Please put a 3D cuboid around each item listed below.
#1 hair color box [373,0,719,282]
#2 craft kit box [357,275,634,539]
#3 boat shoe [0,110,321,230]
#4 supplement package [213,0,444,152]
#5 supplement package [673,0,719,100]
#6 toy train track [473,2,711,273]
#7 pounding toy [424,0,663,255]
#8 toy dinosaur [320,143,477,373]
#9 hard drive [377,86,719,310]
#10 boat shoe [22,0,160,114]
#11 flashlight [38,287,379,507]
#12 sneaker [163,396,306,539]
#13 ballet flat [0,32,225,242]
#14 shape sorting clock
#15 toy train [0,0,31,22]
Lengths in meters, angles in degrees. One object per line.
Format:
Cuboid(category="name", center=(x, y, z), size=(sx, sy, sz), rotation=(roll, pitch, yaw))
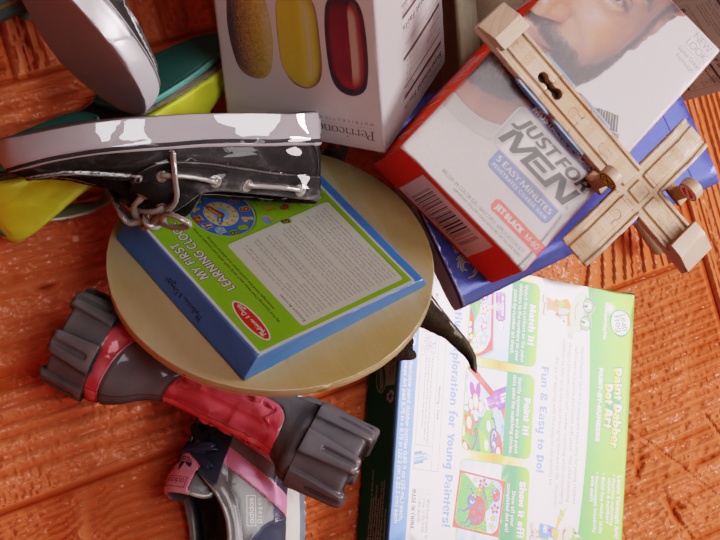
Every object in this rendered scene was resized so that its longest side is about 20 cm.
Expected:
Cuboid(category="hair color box", center=(0.117, -0.103, 1.496), size=(0.111, 0.064, 0.200), rotation=(44, 72, -7))
Cuboid(category="craft kit box", center=(0.095, 0.099, 1.625), size=(0.197, 0.048, 0.201), rotation=(11, 78, -29))
Cuboid(category="boat shoe", center=(-0.117, -0.057, 1.419), size=(0.199, 0.074, 0.068), rotation=(-4, 92, -28))
Cuboid(category="supplement package", center=(-0.020, -0.190, 1.457), size=(0.110, 0.113, 0.200), rotation=(-57, 151, -46))
Cuboid(category="supplement package", center=(0.271, -0.231, 1.688), size=(0.152, 0.200, 0.151), rotation=(-45, 108, -29))
Cuboid(category="toy train track", center=(0.146, -0.082, 1.453), size=(0.115, 0.033, 0.200), rotation=(-44, 97, -17))
Cuboid(category="pounding toy", center=(0.140, -0.107, 1.640), size=(0.199, 0.142, 0.185), rotation=(-2, 84, -17))
Cuboid(category="toy dinosaur", center=(0.000, 0.000, 1.523), size=(0.077, 0.200, 0.102), rotation=(-18, 136, -24))
Cuboid(category="hard drive", center=(0.120, -0.076, 1.540), size=(0.200, 0.025, 0.132), rotation=(-25, 91, -18))
Cuboid(category="boat shoe", center=(-0.170, -0.179, 1.396), size=(0.057, 0.069, 0.200), rotation=(-51, 124, -25))
Cuboid(category="flashlight", center=(-0.092, 0.081, 1.441), size=(0.200, 0.068, 0.068), rotation=(27, 94, 5))
Cuboid(category="sneaker", center=(-0.083, 0.110, 1.491), size=(0.082, 0.070, 0.201), rotation=(0, 82, -34))
Cuboid(category="ballet flat", center=(-0.153, -0.079, 1.484), size=(0.200, 0.067, 0.067), rotation=(-32, 122, -29))
Cuboid(category="shape sorting clock", center=(-0.055, -0.001, 1.451), size=(0.199, 0.039, 0.200), rotation=(5, 45, -5))
Cuboid(category="toy train", center=(-0.246, -0.188, 1.426), size=(0.200, 0.085, 0.114), rotation=(-31, 112, -34))
